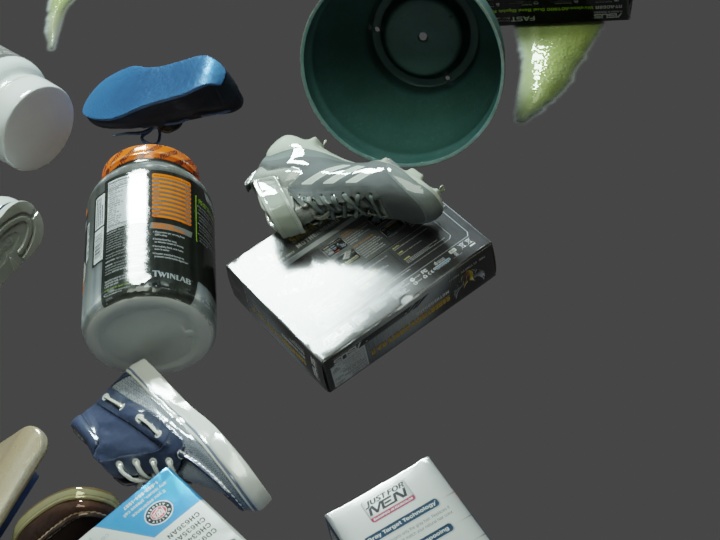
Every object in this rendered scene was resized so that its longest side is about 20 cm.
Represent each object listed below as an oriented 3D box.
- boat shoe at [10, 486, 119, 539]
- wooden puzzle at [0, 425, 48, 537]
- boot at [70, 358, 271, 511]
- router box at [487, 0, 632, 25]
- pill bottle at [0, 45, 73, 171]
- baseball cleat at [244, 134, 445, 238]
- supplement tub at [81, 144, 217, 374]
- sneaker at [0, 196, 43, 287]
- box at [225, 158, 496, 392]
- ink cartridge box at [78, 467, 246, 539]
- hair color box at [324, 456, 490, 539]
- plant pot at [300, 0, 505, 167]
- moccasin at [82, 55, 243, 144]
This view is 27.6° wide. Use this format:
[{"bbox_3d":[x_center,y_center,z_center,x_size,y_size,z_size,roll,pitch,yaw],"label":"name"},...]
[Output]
[{"bbox_3d":[-0.247,0.246,1.126,0.200,0.072,0.072,-45,40,25],"label":"boat shoe"},{"bbox_3d":[-0.333,0.226,1.184,0.200,0.046,0.186,-24,31,49],"label":"wooden puzzle"},{"bbox_3d":[-0.163,0.162,1.246,0.090,0.073,0.200,-42,48,-13],"label":"boot"},{"bbox_3d":[0.196,-0.339,1.598,0.199,0.062,0.150,0,51,11],"label":"router box"},{"bbox_3d":[-0.403,-0.186,1.548,0.200,0.114,0.114,29,60,30],"label":"pill bottle"},{"bbox_3d":[-0.020,-0.061,1.347,0.200,0.070,0.107,20,62,38],"label":"baseball cleat"},{"bbox_3d":[-0.195,-0.014,1.357,0.122,0.123,0.201,-9,49,3],"label":"supplement tub"},{"bbox_3d":[-0.400,0.001,1.427,0.080,0.077,0.200,19,51,38],"label":"sneaker"},{"bbox_3d":[0.000,0.000,1.357,0.200,0.048,0.158,-35,51,-18],"label":"box"},{"bbox_3d":[-0.120,0.282,1.078,0.147,0.145,0.200,-39,55,-22],"label":"ink cartridge box"},{"bbox_3d":[0.065,0.250,1.126,0.100,0.061,0.200,-27,51,-13],"label":"hair color box"},{"bbox_3d":[0.054,-0.219,1.457,0.199,0.201,0.134,3,24,13],"label":"plant pot"},{"bbox_3d":[-0.207,-0.167,1.520,0.199,0.068,0.081,1,60,41],"label":"moccasin"}]
